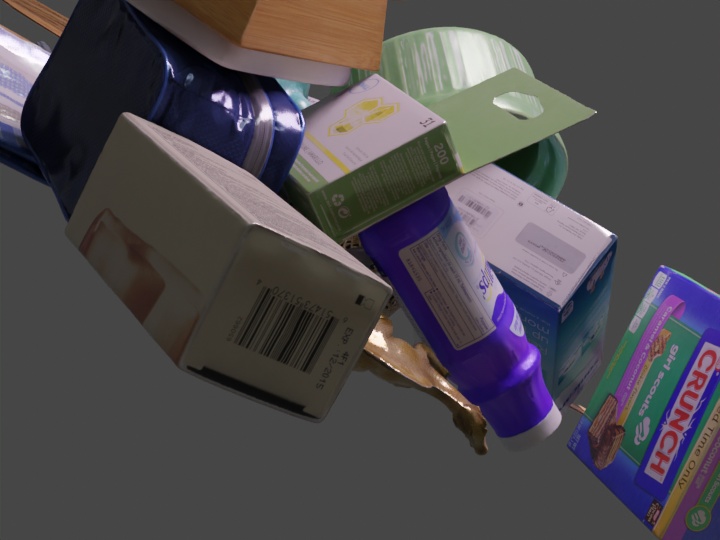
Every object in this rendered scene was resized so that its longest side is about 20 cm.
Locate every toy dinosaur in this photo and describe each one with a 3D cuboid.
[{"bbox_3d":[0.005,0.048,1.023,0.199,0.059,0.101,28,7,-20],"label":"toy dinosaur"}]

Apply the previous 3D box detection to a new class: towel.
[{"bbox_3d":[-0.245,-0.124,1.178,0.146,0.024,0.200,27,22,-26],"label":"towel"}]

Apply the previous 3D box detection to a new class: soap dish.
[{"bbox_3d":[-0.080,-0.197,1.073,0.157,0.082,0.200,37,17,20],"label":"soap dish"}]

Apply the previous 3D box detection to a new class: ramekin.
[{"bbox_3d":[0.064,-0.107,1.314,0.199,0.199,0.098,25,44,-41],"label":"ramekin"}]

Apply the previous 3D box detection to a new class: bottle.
[{"bbox_3d":[0.071,0.032,1.099,0.201,0.065,0.084,58,17,-15],"label":"bottle"}]

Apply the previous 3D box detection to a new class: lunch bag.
[{"bbox_3d":[-0.131,-0.097,1.076,0.132,0.136,0.200,20,22,-36],"label":"lunch bag"}]

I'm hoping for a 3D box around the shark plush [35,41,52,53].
[{"bbox_3d":[-0.274,-0.184,1.499,0.090,0.084,0.200,28,6,-13],"label":"shark plush"}]

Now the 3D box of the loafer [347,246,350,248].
[{"bbox_3d":[-0.070,-0.063,1.430,0.198,0.077,0.067,20,-4,-12],"label":"loafer"}]

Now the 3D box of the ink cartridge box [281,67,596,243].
[{"bbox_3d":[0.039,-0.098,1.083,0.048,0.199,0.146,66,-8,-26],"label":"ink cartridge box"}]

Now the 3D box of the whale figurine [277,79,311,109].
[{"bbox_3d":[-0.107,-0.155,1.253,0.158,0.105,0.200,20,20,5],"label":"whale figurine"}]

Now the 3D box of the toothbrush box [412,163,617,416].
[{"bbox_3d":[0.118,0.019,1.281,0.146,0.085,0.201,33,-24,21],"label":"toothbrush box"}]

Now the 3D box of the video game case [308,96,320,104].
[{"bbox_3d":[-0.059,-0.100,1.502,0.199,0.144,0.018,22,39,22],"label":"video game case"}]

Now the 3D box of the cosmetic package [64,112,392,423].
[{"bbox_3d":[-0.080,-0.006,0.897,0.103,0.088,0.200,24,9,-32],"label":"cosmetic package"}]

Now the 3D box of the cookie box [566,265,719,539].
[{"bbox_3d":[0.253,0.106,1.206,0.075,0.172,0.200,25,6,-17],"label":"cookie box"}]

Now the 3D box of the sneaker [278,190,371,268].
[{"bbox_3d":[-0.072,-0.029,1.146,0.199,0.089,0.075,32,8,25],"label":"sneaker"}]

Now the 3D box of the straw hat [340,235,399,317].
[{"bbox_3d":[0.000,0.000,1.220,0.200,0.085,0.202,35,-24,18],"label":"straw hat"}]
